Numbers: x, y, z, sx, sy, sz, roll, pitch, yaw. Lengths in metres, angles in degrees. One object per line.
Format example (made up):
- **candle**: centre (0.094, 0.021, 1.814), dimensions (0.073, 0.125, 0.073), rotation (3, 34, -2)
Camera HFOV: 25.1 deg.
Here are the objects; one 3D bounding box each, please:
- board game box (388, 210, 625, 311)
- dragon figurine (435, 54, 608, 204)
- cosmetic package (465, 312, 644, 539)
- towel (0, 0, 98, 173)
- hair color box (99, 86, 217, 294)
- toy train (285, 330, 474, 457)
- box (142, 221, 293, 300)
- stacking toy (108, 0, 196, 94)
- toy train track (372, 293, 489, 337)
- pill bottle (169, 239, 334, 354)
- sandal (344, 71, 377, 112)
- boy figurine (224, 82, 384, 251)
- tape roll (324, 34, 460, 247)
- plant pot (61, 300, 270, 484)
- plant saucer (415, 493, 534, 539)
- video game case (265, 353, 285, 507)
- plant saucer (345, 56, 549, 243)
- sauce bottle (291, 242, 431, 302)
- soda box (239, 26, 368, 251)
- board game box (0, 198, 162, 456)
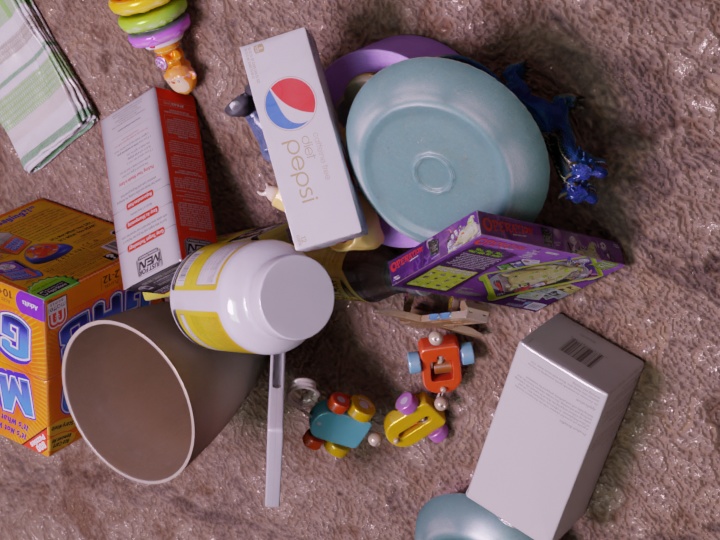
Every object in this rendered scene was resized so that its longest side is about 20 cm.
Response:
- **board game box**: centre (0.137, -0.006, 1.501), dimensions (0.120, 0.199, 0.033), rotation (-25, 64, 42)
- **dragon figurine**: centre (0.146, -0.139, 1.475), dimensions (0.199, 0.100, 0.059), rotation (33, 125, -3)
- **cosmetic package**: centre (0.190, 0.159, 1.600), dimensions (0.107, 0.085, 0.201), rotation (32, 126, 22)
- **towel**: centre (-0.403, -0.229, 1.908), dimensions (0.149, 0.031, 0.201), rotation (-30, 90, 40)
- **hair color box**: centre (-0.219, -0.086, 1.760), dimensions (0.101, 0.061, 0.201), rotation (-24, 68, 39)
- **toy train**: centre (0.024, 0.122, 1.698), dimensions (0.199, 0.056, 0.151), rotation (-12, 129, 2)
- **box**: centre (-0.155, -0.011, 1.792), dimensions (0.199, 0.075, 0.050), rotation (-11, 101, 40)
- **stacking toy**: centre (-0.221, -0.277, 1.718), dimensions (0.115, 0.110, 0.201), rotation (-1, 120, 34)
- **toy train track**: centre (0.083, 0.037, 1.603), dimensions (0.200, 0.114, 0.033), rotation (170, 113, -74)
- **pill bottle**: centre (-0.105, 0.026, 1.607), dimensions (0.200, 0.112, 0.113), rotation (0, 111, 62)
- **sandal**: centre (0.048, -0.099, 1.528), dimensions (0.080, 0.054, 0.201), rotation (-29, 91, 41)
- **boy figurine**: centre (-0.052, -0.097, 1.597), dimensions (0.124, 0.064, 0.201), rotation (-37, 84, 31)
- **tape roll**: centre (0.042, -0.127, 1.599), dimensions (0.199, 0.066, 0.201), rotation (15, 117, 32)
- **plant pot**: centre (-0.193, 0.108, 1.787), dimensions (0.186, 0.200, 0.189), rotation (15, 117, 31)
- **plant saucer**: centre (0.134, 0.326, 1.715), dimensions (0.199, 0.036, 0.201), rotation (24, 136, 25)
- **video game case**: centre (-0.089, 0.128, 1.718), dimensions (0.017, 0.201, 0.143), rotation (2, 140, -3)
- **plant saucer**: centre (0.072, -0.094, 1.467), dimensions (0.199, 0.036, 0.201), rotation (13, 127, 18)
- **sauce bottle**: centre (0.000, 0.000, 1.658), dimensions (0.199, 0.066, 0.066), rotation (4, 113, 52)
- **soda box**: centre (-0.052, -0.122, 1.527), dimensions (0.068, 0.064, 0.201), rotation (-16, 87, 6)
- **board game box**: centre (-0.370, 0.060, 1.898), dimensions (0.199, 0.200, 0.201), rotation (19, 120, 29)
